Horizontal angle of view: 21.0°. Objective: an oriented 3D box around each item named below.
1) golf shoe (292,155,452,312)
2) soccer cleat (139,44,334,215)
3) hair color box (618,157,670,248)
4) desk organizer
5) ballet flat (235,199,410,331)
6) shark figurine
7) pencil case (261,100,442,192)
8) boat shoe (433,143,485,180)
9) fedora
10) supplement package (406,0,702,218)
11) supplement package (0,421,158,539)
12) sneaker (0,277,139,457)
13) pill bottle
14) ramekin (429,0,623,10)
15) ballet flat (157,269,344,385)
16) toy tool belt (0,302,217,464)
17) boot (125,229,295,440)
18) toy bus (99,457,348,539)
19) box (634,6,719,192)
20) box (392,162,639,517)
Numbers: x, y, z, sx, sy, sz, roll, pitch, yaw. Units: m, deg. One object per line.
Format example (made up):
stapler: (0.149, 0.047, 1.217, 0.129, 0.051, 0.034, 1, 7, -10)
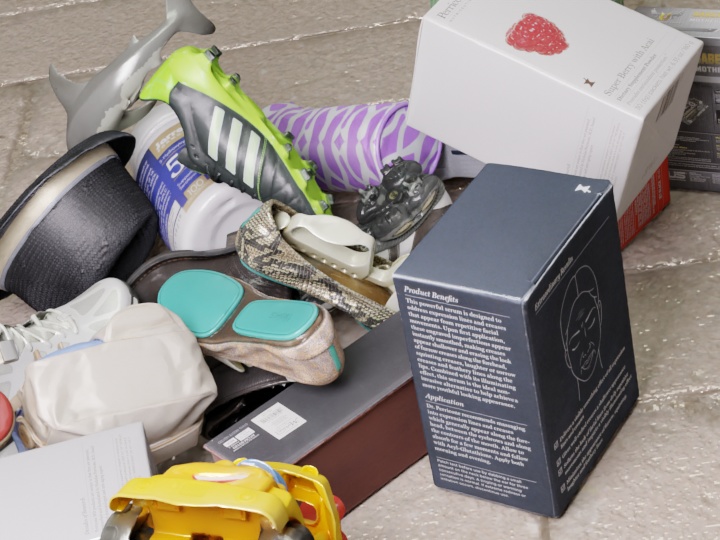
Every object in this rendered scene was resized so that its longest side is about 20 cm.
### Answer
golf shoe: (0.000, 0.000, 1.631, 0.200, 0.094, 0.078, -38, 44, 7)
soccer cleat: (-0.098, -0.094, 1.599, 0.081, 0.200, 0.068, -40, 1, 13)
hair color box: (0.164, -0.044, 1.646, 0.111, 0.064, 0.200, 19, 44, 35)
desk organizer: (-0.011, 0.120, 1.450, 0.200, 0.077, 0.072, -34, 39, -28)
ballet flat: (-0.001, 0.003, 1.530, 0.200, 0.075, 0.068, 27, 42, -12)
shark figurine: (-0.225, -0.168, 1.701, 0.089, 0.215, 0.128, 40, 26, 8)
pencil case: (-0.016, -0.114, 1.750, 0.200, 0.084, 0.086, 8, 53, 47)
boat shoe: (0.096, -0.119, 1.745, 0.071, 0.072, 0.200, -21, 19, -22)
fedora: (-0.242, -0.023, 1.674, 0.092, 0.201, 0.201, 43, 54, 9)
supplement package: (0.156, -0.153, 1.592, 0.200, 0.120, 0.121, 27, 49, 17)
supplement package: (-0.229, 0.207, 1.354, 0.199, 0.122, 0.120, -14, 34, -4)
sneaker: (-0.263, 0.058, 1.548, 0.076, 0.116, 0.201, 16, 57, 41)
pill bottle: (-0.135, -0.071, 1.727, 0.119, 0.120, 0.200, -22, 35, -15)
ramekin: (0.156, -0.225, 1.826, 0.199, 0.098, 0.200, -2, 18, 1)
ballet flat: (-0.083, 0.050, 1.467, 0.068, 0.067, 0.200, -47, 34, -19)
toy tool belt: (-0.212, 0.107, 1.448, 0.199, 0.123, 0.125, -15, 72, -21)
boot: (-0.123, 0.061, 1.571, 0.200, 0.069, 0.175, -24, 46, 26)
toy bus: (-0.066, 0.190, 1.271, 0.135, 0.201, 0.192, 5, 30, 22)
box: (0.329, -0.140, 1.648, 0.199, 0.159, 0.048, 6, 38, 26)
box: (0.117, 0.049, 1.404, 0.107, 0.201, 0.148, 12, 40, 30)
